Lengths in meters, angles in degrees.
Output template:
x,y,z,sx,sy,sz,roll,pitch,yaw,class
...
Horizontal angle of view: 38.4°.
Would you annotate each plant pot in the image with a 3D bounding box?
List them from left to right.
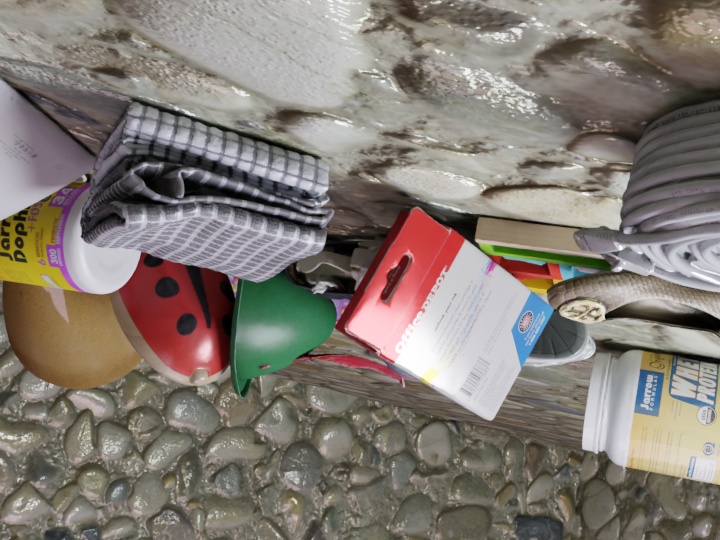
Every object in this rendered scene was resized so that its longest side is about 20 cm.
x,y,z,sx,sy,sz,roll,pitch,yaw,class
-0.325,0.015,1.170,0.184,0.188,0.200,12,156,-2,plant pot

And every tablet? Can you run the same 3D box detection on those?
x,y,z,sx,sy,sz,roll,pitch,yaw,class
-0.295,-0.083,0.801,0.129,0.014,0.200,-28,165,1,tablet

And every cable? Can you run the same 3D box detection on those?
x,y,z,sx,sy,sz,roll,pitch,yaw,class
0.241,-0.030,0.552,0.198,0.070,0.200,14,168,-18,cable

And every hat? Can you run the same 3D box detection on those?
x,y,z,sx,sy,sz,roll,pitch,yaw,class
-0.033,0.055,1.076,0.174,0.168,0.200,6,-172,2,hat

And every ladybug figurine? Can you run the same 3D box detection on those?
x,y,z,sx,sy,sz,roll,pitch,yaw,class
-0.182,0.024,1.048,0.135,0.201,0.072,2,141,-40,ladybug figurine

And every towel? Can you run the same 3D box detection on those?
x,y,z,sx,sy,sz,roll,pitch,yaw,class
-0.125,-0.048,0.809,0.164,0.087,0.200,15,169,-21,towel

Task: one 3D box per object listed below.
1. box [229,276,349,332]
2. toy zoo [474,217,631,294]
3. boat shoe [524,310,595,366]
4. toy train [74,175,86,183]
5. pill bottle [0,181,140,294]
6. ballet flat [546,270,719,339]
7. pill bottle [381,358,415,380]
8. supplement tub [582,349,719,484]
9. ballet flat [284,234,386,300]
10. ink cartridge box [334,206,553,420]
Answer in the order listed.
x,y,z,sx,sy,sz,roll,pitch,yaw,class
-0.109,0.035,1.343,0.198,0.040,0.137,13,170,-7,box
0.177,-0.001,0.896,0.130,0.021,0.200,9,169,16,toy zoo
0.167,0.079,1.192,0.200,0.075,0.065,-2,160,26,boat shoe
-0.326,-0.092,0.873,0.149,0.056,0.200,9,169,15,toy train
-0.319,-0.039,1.009,0.198,0.105,0.104,6,168,24,pill bottle
0.243,0.031,0.833,0.198,0.047,0.067,4,163,-19,ballet flat
0.065,0.059,1.089,0.108,0.110,0.200,10,169,6,pill bottle
0.380,0.177,1.264,0.198,0.146,0.145,8,169,16,supplement tub
0.000,0.000,0.974,0.199,0.074,0.073,4,167,45,ballet flat
0.061,0.032,0.864,0.199,0.117,0.067,34,175,-39,ink cartridge box
